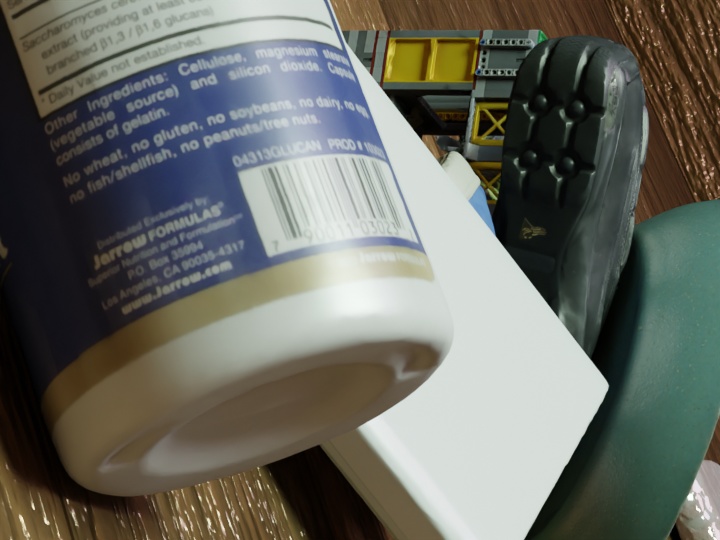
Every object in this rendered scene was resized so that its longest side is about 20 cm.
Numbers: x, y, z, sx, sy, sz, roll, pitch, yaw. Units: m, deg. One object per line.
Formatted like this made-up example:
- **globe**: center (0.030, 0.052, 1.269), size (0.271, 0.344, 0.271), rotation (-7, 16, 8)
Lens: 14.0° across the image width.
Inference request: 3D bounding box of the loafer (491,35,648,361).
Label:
- **loafer**: center (0.080, 0.002, 1.217), size (0.070, 0.068, 0.202), rotation (2, 103, -61)

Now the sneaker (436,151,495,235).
- **sneaker**: center (0.032, 0.032, 1.130), size (0.111, 0.077, 0.200), rotation (55, 16, -12)

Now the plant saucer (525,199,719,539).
- **plant saucer**: center (0.102, 0.058, 1.238), size (0.036, 0.201, 0.200), rotation (21, 22, -11)

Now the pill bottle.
- **pill bottle**: center (-0.058, -0.051, 0.789), size (0.201, 0.111, 0.111), rotation (69, 12, 16)

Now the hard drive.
- **hard drive**: center (0.000, 0.000, 1.003), size (0.200, 0.026, 0.132), rotation (52, 36, -12)

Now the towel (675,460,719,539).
- **towel**: center (0.250, 0.216, 1.884), size (0.201, 0.032, 0.191), rotation (66, 10, 9)

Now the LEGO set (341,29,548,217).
- **LEGO set**: center (0.041, -0.029, 1.353), size (0.200, 0.115, 0.155), rotation (27, 67, -67)
